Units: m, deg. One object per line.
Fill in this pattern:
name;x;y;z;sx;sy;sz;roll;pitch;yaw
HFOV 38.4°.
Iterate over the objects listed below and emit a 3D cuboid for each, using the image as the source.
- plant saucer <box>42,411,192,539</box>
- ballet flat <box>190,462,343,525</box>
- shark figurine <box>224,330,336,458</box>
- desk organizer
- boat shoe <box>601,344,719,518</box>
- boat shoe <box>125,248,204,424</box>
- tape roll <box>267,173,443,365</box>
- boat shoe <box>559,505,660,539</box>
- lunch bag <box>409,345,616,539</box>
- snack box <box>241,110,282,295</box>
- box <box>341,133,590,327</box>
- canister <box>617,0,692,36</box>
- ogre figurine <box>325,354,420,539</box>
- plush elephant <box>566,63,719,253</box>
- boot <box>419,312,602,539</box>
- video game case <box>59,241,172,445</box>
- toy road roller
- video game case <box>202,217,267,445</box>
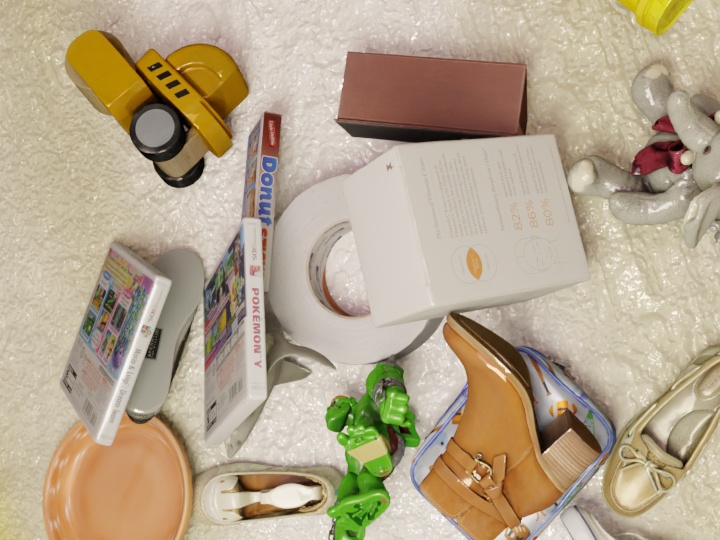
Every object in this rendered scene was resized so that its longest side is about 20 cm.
plant saucer;-0.270;0.255;1.169;0.198;0.037;0.203;-6;76;23
ballet flat;-0.113;0.242;1.126;0.198;0.062;0.068;-10;83;15
shark figurine;-0.088;0.105;1.111;0.089;0.215;0.129;12;54;-20
desk organizer;0.079;-0.179;1.099;0.198;0.072;0.078;8;86;16
boat shoe;0.307;0.158;1.013;0.073;0.063;0.201;42;97;15
boat shoe;-0.228;0.072;1.163;0.070;0.064;0.202;17;65;-6
tape roll;0.000;0.000;1.111;0.198;0.066;0.203;-1;85;16
boat shoe;0.282;0.295;1.002;0.086;0.075;0.203;-38;86;2
lunch bag;0.153;0.178;1.051;0.160;0.075;0.200;42;98;17
snack box;-0.111;-0.066;1.123;0.024;0.072;0.202;8;73;-17
box;0.103;-0.040;1.008;0.106;0.198;0.154;-25;75;57
canister;0.272;-0.359;1.051;0.200;0.086;0.149;43;97;16
ogre figurine;0.011;0.176;1.045;0.097;0.120;0.202;-2;119;7
plush elephant;0.317;-0.106;0.971;0.200;0.155;0.165;44;77;8
boot;0.109;0.153;0.977;0.155;0.074;0.200;-43;87;17
video game case;-0.273;0.073;1.137;0.024;0.200;0.184;20;92;-29
toy road roller;-0.218;-0.204;1.164;0.146;0.123;0.200;-43;76;-6
video game case;-0.132;0.069;1.069;0.023;0.200;0.184;4;68;-19
